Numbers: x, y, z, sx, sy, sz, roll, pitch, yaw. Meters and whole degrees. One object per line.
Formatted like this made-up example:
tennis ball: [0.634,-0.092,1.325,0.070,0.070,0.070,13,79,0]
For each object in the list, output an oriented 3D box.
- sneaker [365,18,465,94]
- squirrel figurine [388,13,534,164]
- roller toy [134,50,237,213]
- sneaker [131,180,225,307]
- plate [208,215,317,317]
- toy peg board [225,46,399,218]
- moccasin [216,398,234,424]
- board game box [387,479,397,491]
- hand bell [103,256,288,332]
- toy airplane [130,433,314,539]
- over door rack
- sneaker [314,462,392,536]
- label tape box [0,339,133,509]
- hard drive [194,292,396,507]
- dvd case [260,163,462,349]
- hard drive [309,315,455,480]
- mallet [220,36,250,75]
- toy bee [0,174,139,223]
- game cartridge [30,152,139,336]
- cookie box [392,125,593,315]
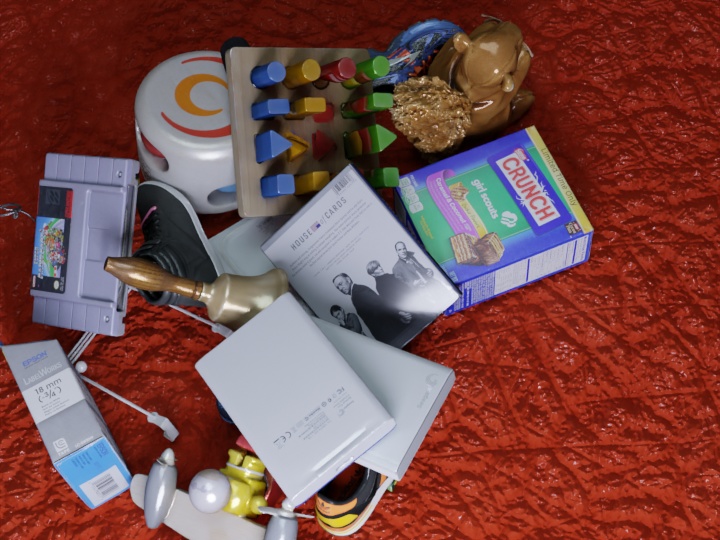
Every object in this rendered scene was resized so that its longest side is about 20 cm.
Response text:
sneaker: [0.059,-0.271,1.542,0.198,0.075,0.079,-26,70,-2]
squirrel figurine: [0.133,-0.225,1.422,0.200,0.187,0.142,-43,91,-8]
roller toy: [-0.198,-0.173,1.454,0.197,0.141,0.184,14,53,2]
sneaker: [-0.242,-0.035,1.353,0.098,0.071,0.201,-2,48,-47]
plate: [-0.084,-0.017,1.408,0.198,0.033,0.200,-34,59,-18]
toy peg board: [-0.047,-0.173,1.367,0.197,0.097,0.204,-6,90,-32]
moccasin: [-0.071,0.119,1.293,0.197,0.068,0.081,-16,60,-3]
board game box: [-0.024,0.163,1.318,0.198,0.024,0.105,25,62,17]
hand bell: [-0.190,0.019,1.270,0.198,0.104,0.106,19,56,-25]
toy airplane: [-0.147,0.262,1.197,0.198,0.142,0.201,-23,52,5]
over door rack: [-0.263,0.085,1.352,0.198,0.067,0.149,27,66,18]
sneaker: [0.014,0.189,1.233,0.069,0.090,0.201,25,67,18]
label tape box: [-0.335,0.148,1.275,0.063,0.145,0.201,-28,62,-12]
hard drive: [-0.071,0.130,1.190,0.131,0.025,0.200,-37,56,-8]
dvd case: [0.000,0.000,1.325,0.150,0.025,0.201,-41,89,13]
hard drive: [-0.015,0.129,1.214,0.198,0.026,0.133,19,59,26]
mallet: [-0.076,-0.252,1.428,0.197,0.041,0.067,2,49,-19]
toy bee: [-0.368,-0.062,1.439,0.197,0.110,0.131,-15,28,-19]
game cartridge: [-0.324,-0.032,1.322,0.128,0.038,0.204,6,92,22]
cookie box: [0.161,-0.064,1.404,0.197,0.076,0.173,-21,61,-8]
